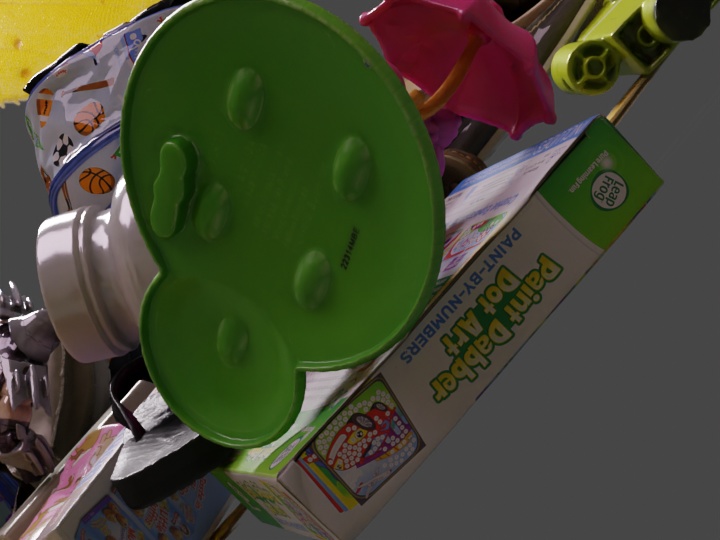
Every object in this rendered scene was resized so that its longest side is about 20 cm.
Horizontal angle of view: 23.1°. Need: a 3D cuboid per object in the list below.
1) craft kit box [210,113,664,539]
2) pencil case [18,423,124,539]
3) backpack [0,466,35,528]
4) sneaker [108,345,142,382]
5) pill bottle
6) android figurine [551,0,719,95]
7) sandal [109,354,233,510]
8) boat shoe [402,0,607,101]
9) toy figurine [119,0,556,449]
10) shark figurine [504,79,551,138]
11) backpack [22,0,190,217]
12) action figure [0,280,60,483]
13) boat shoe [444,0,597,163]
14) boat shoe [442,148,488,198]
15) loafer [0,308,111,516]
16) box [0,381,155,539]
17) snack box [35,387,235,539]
[{"bbox_3d":[0.023,0.030,0.777,0.198,0.049,0.200,-45,5,-12],"label":"craft kit box"},{"bbox_3d":[-0.155,0.162,0.952,0.086,0.083,0.200,-42,8,28],"label":"pencil case"},{"bbox_3d":[-0.260,0.165,1.257,0.200,0.183,0.134,-39,5,-26],"label":"backpack"},{"bbox_3d":[-0.155,0.075,1.231,0.202,0.079,0.078,-70,23,14],"label":"sneaker"},{"bbox_3d":[-0.066,-0.015,0.946,0.198,0.113,0.112,-15,13,11],"label":"pill bottle"},{"bbox_3d":[0.181,-0.167,1.004,0.182,0.041,0.200,-46,8,4],"label":"android figurine"},{"bbox_3d":[-0.092,0.064,0.866,0.075,0.048,0.200,-30,7,-3],"label":"sandal"},{"bbox_3d":[0.093,-0.156,1.162,0.199,0.065,0.072,-26,26,22],"label":"boat shoe"},{"bbox_3d":[0.007,-0.042,0.746,0.184,0.149,0.201,-32,-32,-50],"label":"toy figurine"},{"bbox_3d":[0.059,-0.111,1.272,0.215,0.090,0.128,-47,4,-23],"label":"shark figurine"},{"bbox_3d":[-0.107,-0.068,1.078,0.199,0.155,0.190,-34,-36,12],"label":"backpack"},{"bbox_3d":[-0.231,0.095,1.098,0.201,0.069,0.131,-53,25,24],"label":"action figure"},{"bbox_3d":[0.071,-0.103,1.097,0.201,0.057,0.067,-55,-4,8],"label":"boat shoe"},{"bbox_3d":[0.000,-0.001,1.042,0.199,0.072,0.068,-37,4,22],"label":"boat shoe"},{"bbox_3d":[-0.207,0.117,1.170,0.075,0.069,0.202,164,107,-68],"label":"loafer"},{"bbox_3d":[-0.143,0.128,1.107,0.200,0.082,0.068,-48,6,-34],"label":"box"},{"bbox_3d":[-0.107,0.117,0.954,0.024,0.072,0.200,-36,10,27],"label":"snack box"}]
